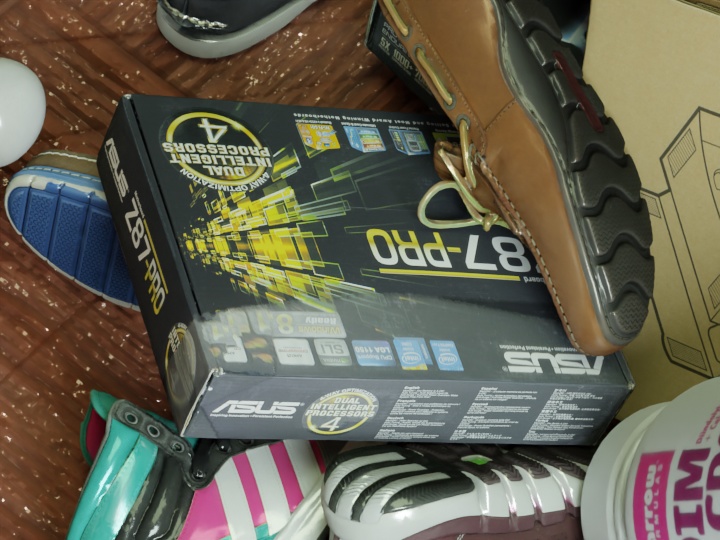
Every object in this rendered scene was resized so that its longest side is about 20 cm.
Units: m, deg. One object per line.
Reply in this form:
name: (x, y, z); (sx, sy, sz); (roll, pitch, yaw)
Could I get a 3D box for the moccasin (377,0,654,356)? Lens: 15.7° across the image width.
moccasin: (0.062, -0.054, 1.118); (0.074, 0.078, 0.202); (-13, 74, -59)

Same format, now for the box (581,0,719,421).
box: (0.157, -0.013, 1.118); (0.163, 0.200, 0.021); (25, 31, 36)

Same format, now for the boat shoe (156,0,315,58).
boat shoe: (-0.021, -0.182, 1.300); (0.200, 0.060, 0.074); (-35, 67, -24)

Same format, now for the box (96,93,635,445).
box: (0.000, 0.000, 1.119); (0.200, 0.049, 0.161); (3, 48, -26)

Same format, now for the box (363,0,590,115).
box: (0.130, -0.106, 1.248); (0.164, 0.086, 0.200); (-32, 67, -30)

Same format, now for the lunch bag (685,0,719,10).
lunch bag: (0.207, -0.162, 1.181); (0.200, 0.124, 0.170); (-21, 61, -45)

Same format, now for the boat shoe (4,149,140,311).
boat shoe: (-0.062, -0.018, 1.197); (0.200, 0.072, 0.072); (20, 53, -6)

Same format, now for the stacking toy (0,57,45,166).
stacking toy: (-0.215, -0.026, 1.134); (0.146, 0.146, 0.200); (38, 60, 15)

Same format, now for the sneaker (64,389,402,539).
sneaker: (-0.061, 0.082, 1.127); (0.121, 0.084, 0.200); (37, 60, 7)

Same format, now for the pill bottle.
pill bottle: (0.173, 0.093, 1.015); (0.113, 0.200, 0.114); (3, 82, -23)

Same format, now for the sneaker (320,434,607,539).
sneaker: (0.052, 0.130, 1.120); (0.200, 0.116, 0.076); (-2, 17, -43)
